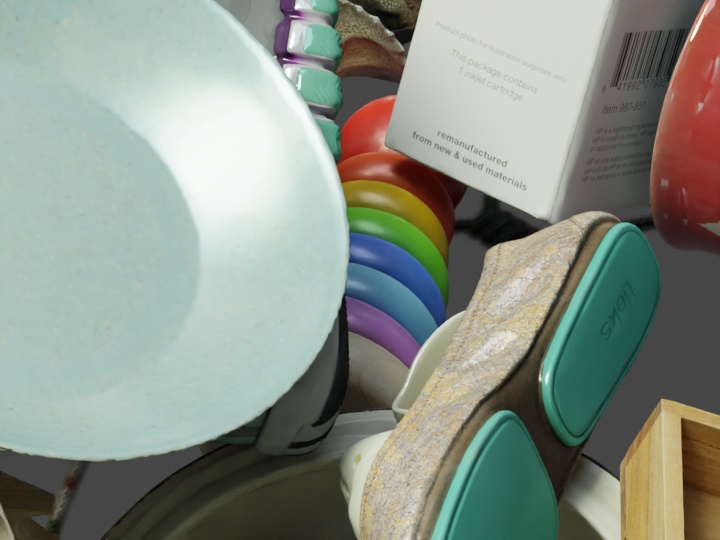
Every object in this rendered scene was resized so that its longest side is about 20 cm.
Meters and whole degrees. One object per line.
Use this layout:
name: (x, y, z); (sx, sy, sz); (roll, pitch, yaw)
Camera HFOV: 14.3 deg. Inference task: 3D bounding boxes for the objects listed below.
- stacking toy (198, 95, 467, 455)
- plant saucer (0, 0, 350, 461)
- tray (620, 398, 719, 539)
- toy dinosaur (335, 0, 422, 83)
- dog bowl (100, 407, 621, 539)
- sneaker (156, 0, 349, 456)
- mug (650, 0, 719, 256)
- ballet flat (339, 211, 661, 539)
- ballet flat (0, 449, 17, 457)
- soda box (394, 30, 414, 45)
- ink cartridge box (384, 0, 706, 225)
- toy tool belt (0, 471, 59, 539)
stacking toy: (0.000, 0.000, 1.055); (0.085, 0.085, 0.200); (3, 38, 11)
plant saucer: (-0.102, -0.021, 0.860); (0.201, 0.039, 0.201); (14, 50, -18)
tray: (0.176, 0.112, 0.872); (0.200, 0.037, 0.099); (17, 41, -10)
toy dinosaur: (0.027, -0.138, 1.112); (0.077, 0.200, 0.102); (4, 53, -51)
dog bowl: (0.007, 0.137, 0.897); (0.200, 0.074, 0.200); (-3, 41, 3)
sneaker: (-0.052, -0.039, 0.938); (0.087, 0.074, 0.200); (2, 66, -12)
mug: (0.231, -0.054, 1.030); (0.200, 0.133, 0.178); (24, 86, 26)
ballet flat: (0.034, 0.055, 0.894); (0.067, 0.068, 0.200); (-5, 31, 32)
ballet flat: (-0.127, 0.031, 1.054); (0.200, 0.068, 0.075); (-19, 64, -6)
soda box: (-0.021, -0.126, 1.210); (0.200, 0.063, 0.071); (-23, 42, -19)
ink cartridge box: (0.103, -0.129, 1.061); (0.084, 0.200, 0.145); (27, 22, 31)
toy tool belt: (-0.154, 0.091, 0.877); (0.125, 0.200, 0.123); (0, 43, -6)
